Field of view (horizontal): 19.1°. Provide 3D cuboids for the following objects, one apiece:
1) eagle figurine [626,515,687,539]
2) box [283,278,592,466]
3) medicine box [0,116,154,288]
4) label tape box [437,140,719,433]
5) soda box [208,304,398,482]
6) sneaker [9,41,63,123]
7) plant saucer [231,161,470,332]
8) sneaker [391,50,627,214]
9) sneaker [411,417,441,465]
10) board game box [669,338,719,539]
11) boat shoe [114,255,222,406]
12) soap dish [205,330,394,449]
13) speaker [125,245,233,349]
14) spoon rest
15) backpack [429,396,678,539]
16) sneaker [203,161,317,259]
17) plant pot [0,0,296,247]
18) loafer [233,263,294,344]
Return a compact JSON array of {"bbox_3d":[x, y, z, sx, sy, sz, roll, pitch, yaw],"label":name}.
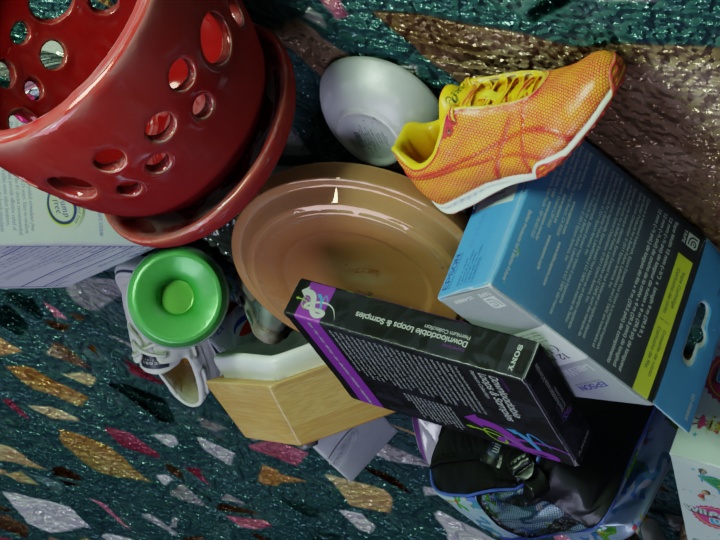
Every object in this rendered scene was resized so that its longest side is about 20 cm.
[{"bbox_3d":[0.281,0.275,1.950,0.150,0.152,0.200,34,165,26],"label":"eagle figurine"},{"bbox_3d":[0.057,0.073,1.539,0.199,0.036,0.143,17,159,30],"label":"box"},{"bbox_3d":[-0.279,-0.052,1.709,0.199,0.104,0.182,-1,170,-35],"label":"medicine box"},{"bbox_3d":[0.165,0.008,1.511,0.199,0.144,0.066,36,151,-25],"label":"label tape box"},{"bbox_3d":[-0.050,0.104,1.930,0.063,0.068,0.200,39,172,48],"label":"soda box"},{"bbox_3d":[-0.168,-0.120,1.619,0.198,0.075,0.081,17,154,12],"label":"sneaker"},{"bbox_3d":[0.000,0.000,1.583,0.198,0.033,0.201,11,142,8],"label":"plant saucer"},{"bbox_3d":[0.095,-0.099,1.433,0.077,0.073,0.199,44,135,-18],"label":"sneaker"},{"bbox_3d":[0.087,0.097,1.852,0.099,0.075,0.201,-7,145,6],"label":"sneaker"},{"bbox_3d":[0.296,0.131,1.635,0.064,0.148,0.200,14,153,22],"label":"board game box"},{"bbox_3d":[-0.180,0.061,1.974,0.070,0.070,0.200,11,152,23],"label":"boat shoe"},{"bbox_3d":[-0.027,0.086,1.762,0.200,0.156,0.082,174,79,-71],"label":"soap dish"},{"bbox_3d":[-0.152,0.022,1.791,0.088,0.089,0.200,24,178,-4],"label":"speaker"},{"bbox_3d":[0.033,-0.080,1.570,0.099,0.061,0.201,3,135,32],"label":"spoon rest"},{"bbox_3d":[0.156,0.133,1.711,0.146,0.184,0.200,34,156,-20],"label":"backpack"},{"bbox_3d":[-0.058,-0.050,1.660,0.199,0.080,0.074,16,141,23],"label":"sneaker"},{"bbox_3d":[-0.153,-0.130,1.459,0.199,0.202,0.182,-3,152,42],"label":"plant pot"},{"bbox_3d":[-0.077,0.027,1.761,0.071,0.063,0.200,18,177,-3],"label":"loafer"}]
